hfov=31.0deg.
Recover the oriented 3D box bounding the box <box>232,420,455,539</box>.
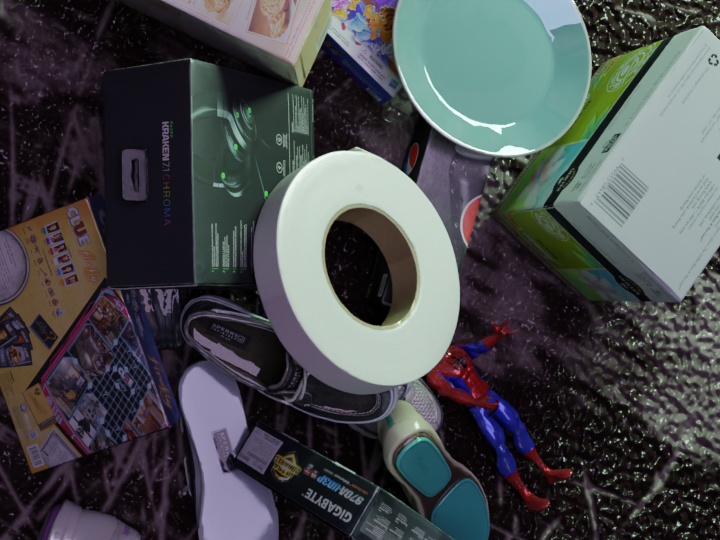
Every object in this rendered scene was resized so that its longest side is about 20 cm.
[{"bbox_3d":[0.007,0.208,1.088,0.200,0.158,0.046,42,76,-42],"label":"box"}]

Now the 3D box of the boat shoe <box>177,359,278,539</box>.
[{"bbox_3d":[-0.123,0.179,1.136,0.073,0.068,0.202,-17,87,-15],"label":"boat shoe"}]

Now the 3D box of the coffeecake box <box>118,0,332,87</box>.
[{"bbox_3d":[-0.126,-0.234,1.081,0.198,0.154,0.074,26,91,-1],"label":"coffeecake box"}]

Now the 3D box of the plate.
[{"bbox_3d":[0.118,-0.198,1.183,0.197,0.026,0.204,4,79,-19],"label":"plate"}]

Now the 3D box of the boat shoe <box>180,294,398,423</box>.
[{"bbox_3d":[-0.062,0.083,1.086,0.197,0.071,0.073,20,101,-4],"label":"boat shoe"}]

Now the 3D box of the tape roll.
[{"bbox_3d":[0.000,0.000,1.083,0.201,0.037,0.206,16,63,-35],"label":"tape roll"}]

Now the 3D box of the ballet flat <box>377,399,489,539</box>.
[{"bbox_3d":[0.064,0.188,1.179,0.069,0.069,0.201,-40,134,-14],"label":"ballet flat"}]

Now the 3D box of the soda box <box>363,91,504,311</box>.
[{"bbox_3d":[0.068,-0.056,1.201,0.070,0.063,0.203,18,84,-14],"label":"soda box"}]

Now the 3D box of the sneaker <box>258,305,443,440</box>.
[{"bbox_3d":[-0.005,0.094,1.164,0.199,0.085,0.078,34,80,-13],"label":"sneaker"}]

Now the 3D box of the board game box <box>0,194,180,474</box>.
[{"bbox_3d":[-0.247,0.054,1.094,0.134,0.035,0.203,-18,94,11],"label":"board game box"}]

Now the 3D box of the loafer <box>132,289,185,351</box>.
[{"bbox_3d":[-0.199,-0.028,1.121,0.071,0.073,0.204,-8,89,-11],"label":"loafer"}]

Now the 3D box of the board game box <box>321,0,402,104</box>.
[{"bbox_3d":[-0.006,-0.273,1.196,0.200,0.045,0.135,42,78,-11],"label":"board game box"}]

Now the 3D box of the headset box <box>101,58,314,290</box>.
[{"bbox_3d":[-0.123,-0.071,1.073,0.091,0.199,0.177,-2,89,28],"label":"headset box"}]

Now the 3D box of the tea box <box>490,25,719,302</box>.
[{"bbox_3d":[0.254,-0.089,1.186,0.133,0.196,0.201,40,78,-12],"label":"tea box"}]

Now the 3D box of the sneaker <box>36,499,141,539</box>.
[{"bbox_3d":[-0.242,0.302,1.094,0.098,0.075,0.203,16,84,-14],"label":"sneaker"}]

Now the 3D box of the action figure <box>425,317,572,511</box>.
[{"bbox_3d":[0.133,0.124,1.196,0.201,0.099,0.065,50,57,-6],"label":"action figure"}]
